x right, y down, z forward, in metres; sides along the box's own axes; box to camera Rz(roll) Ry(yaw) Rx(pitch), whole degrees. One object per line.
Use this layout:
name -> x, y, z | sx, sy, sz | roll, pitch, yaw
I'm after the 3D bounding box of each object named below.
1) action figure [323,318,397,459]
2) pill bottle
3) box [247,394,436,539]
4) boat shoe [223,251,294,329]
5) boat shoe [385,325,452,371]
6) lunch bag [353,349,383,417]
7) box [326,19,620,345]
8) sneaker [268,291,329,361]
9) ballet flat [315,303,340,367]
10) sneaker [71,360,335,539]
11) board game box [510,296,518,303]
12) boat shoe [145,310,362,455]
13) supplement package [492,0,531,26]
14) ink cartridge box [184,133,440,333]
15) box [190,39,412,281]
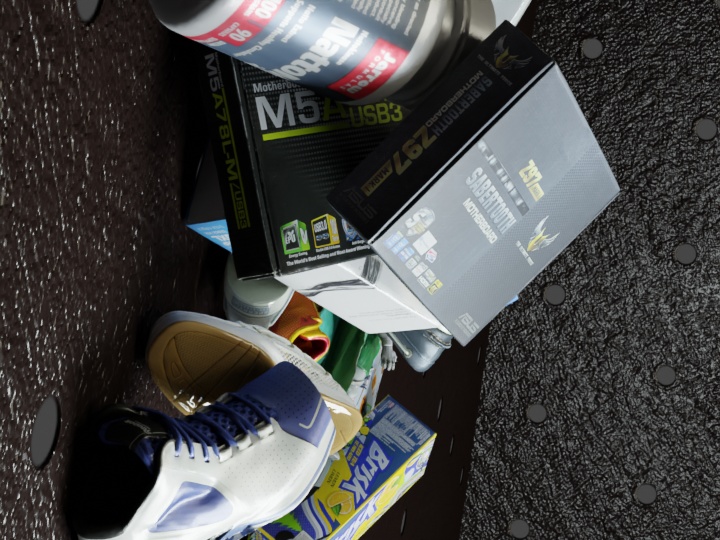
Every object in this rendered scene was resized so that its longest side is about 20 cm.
action figure -> -0.001, 0.071, 1.364 | 0.201, 0.054, 0.118 | -65, -168, -19
pill bottle -> -0.017, -0.168, 0.938 | 0.199, 0.119, 0.121 | 19, 78, -37
box -> -0.017, 0.207, 1.425 | 0.200, 0.064, 0.070 | -38, 155, -37
boat shoe -> -0.067, -0.038, 1.211 | 0.072, 0.069, 0.202 | 114, -6, -54
boat shoe -> 0.000, 0.000, 1.287 | 0.062, 0.200, 0.075 | -51, 165, 15
lunch bag -> -0.016, 0.085, 1.502 | 0.200, 0.075, 0.162 | 89, 17, -64
box -> 0.080, -0.049, 1.011 | 0.158, 0.051, 0.200 | -45, 151, -1
sneaker -> -0.059, 0.046, 1.251 | 0.201, 0.076, 0.074 | -81, 172, -50
ballet flat -> -0.039, 0.006, 1.379 | 0.201, 0.067, 0.071 | -72, 152, -46
sneaker -> -0.104, 0.119, 0.973 | 0.199, 0.080, 0.116 | -41, 140, -24
board game box -> 0.055, -0.047, 1.400 | 0.200, 0.045, 0.153 | 18, -49, 64
boat shoe -> -0.082, 0.071, 1.094 | 0.200, 0.071, 0.070 | 34, 19, -44
supplement package -> 0.068, -0.244, 1.337 | 0.192, 0.146, 0.200 | -58, 180, 26
ink cartridge box -> -0.015, -0.059, 1.130 | 0.199, 0.084, 0.146 | 32, 62, -39
box -> -0.014, -0.105, 1.041 | 0.199, 0.047, 0.196 | -12, 94, -42
